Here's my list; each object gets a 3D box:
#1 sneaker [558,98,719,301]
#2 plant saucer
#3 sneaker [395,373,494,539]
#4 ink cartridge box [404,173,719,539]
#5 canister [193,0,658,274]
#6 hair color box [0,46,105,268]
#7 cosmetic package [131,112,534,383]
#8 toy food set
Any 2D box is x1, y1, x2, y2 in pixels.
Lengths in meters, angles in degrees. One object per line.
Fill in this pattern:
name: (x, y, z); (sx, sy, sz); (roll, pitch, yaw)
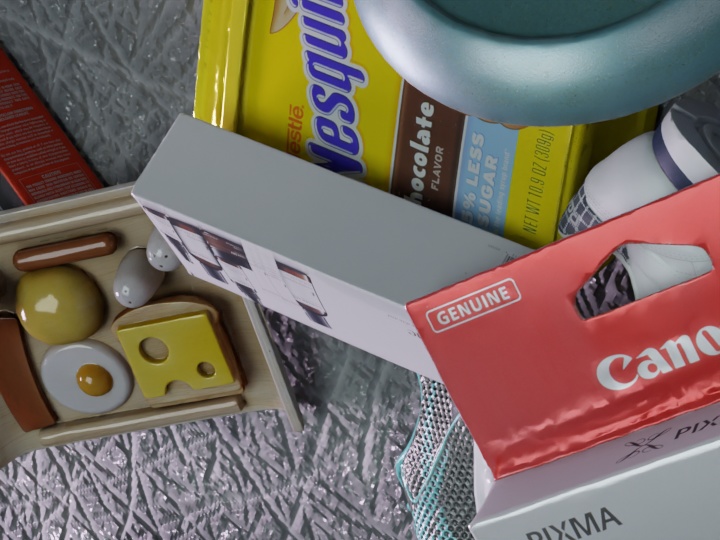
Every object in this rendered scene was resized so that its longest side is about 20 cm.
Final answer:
sneaker: (0.169, 0.026, 0.844); (0.080, 0.076, 0.200); (-41, 86, 27)
plant saucer: (0.085, -0.151, 0.818); (0.199, 0.027, 0.201); (-8, 62, 16)
sneaker: (0.056, 0.118, 0.998); (0.091, 0.077, 0.201); (28, 117, 46)
ink cartridge box: (0.131, 0.063, 0.801); (0.199, 0.045, 0.177); (-23, 102, 26)
canister: (0.030, -0.091, 0.929); (0.199, 0.086, 0.149); (23, 119, 30)
hair color box: (-0.217, -0.057, 1.154); (0.200, 0.061, 0.102); (52, 130, 14)
cosmetic package: (0.000, 0.000, 0.921); (0.199, 0.083, 0.051); (22, 73, 26)
toy food set: (-0.140, 0.038, 1.066); (0.199, 0.060, 0.144); (-11, 118, 19)
